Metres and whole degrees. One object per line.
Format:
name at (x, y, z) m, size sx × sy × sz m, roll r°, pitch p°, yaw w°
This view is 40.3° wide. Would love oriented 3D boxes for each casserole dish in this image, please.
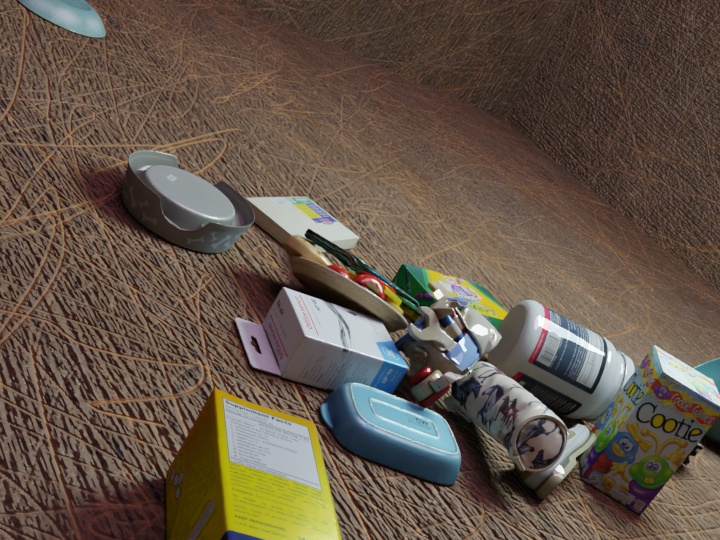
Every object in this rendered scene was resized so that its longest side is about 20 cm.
casserole dish at (0.045, 0.194, 1.198) m, size 0.199 × 0.039 × 0.121 m, roll 24°, pitch 21°, yaw -22°

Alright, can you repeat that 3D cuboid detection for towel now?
towel at (0.000, 0.000, 1.521) m, size 0.147 × 0.022 × 0.200 m, roll 37°, pitch -2°, yaw -29°

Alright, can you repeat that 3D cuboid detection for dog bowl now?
dog bowl at (-0.256, -0.097, 1.431) m, size 0.200 × 0.059 × 0.200 m, roll 28°, pitch 19°, yaw -10°

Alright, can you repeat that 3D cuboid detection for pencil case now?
pencil case at (0.190, 0.192, 1.291) m, size 0.078 × 0.089 × 0.200 m, roll 50°, pitch -6°, yaw -25°

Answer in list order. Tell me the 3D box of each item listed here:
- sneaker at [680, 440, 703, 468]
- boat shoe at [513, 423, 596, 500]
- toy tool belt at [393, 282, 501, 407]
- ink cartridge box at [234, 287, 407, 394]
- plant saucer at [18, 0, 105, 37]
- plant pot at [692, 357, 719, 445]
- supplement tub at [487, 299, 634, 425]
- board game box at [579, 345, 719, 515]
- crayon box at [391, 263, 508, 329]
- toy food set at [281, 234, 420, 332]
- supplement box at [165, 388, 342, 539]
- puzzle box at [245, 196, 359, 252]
sneaker at (0.484, 0.272, 1.609) m, size 0.200 × 0.071 × 0.098 m, roll 12°, pitch 29°, yaw -40°
boat shoe at (0.267, 0.244, 1.349) m, size 0.068 × 0.075 × 0.200 m, roll 42°, pitch 22°, yaw 14°
toy tool belt at (0.096, 0.092, 1.324) m, size 0.123 × 0.125 × 0.200 m, roll 53°, pitch 34°, yaw 2°
ink cartridge box at (-0.051, 0.093, 1.256) m, size 0.199 × 0.067 × 0.116 m, roll 20°, pitch 22°, yaw -30°
plant saucer at (-0.615, -0.550, 2.034) m, size 0.200 × 0.039 × 0.201 m, roll 27°, pitch 19°, yaw -10°
plant pot at (0.704, 0.256, 1.851) m, size 0.135 × 0.199 × 0.200 m, roll 68°, pitch 19°, yaw -7°
supplement tub at (0.315, 0.148, 1.558) m, size 0.199 × 0.141 × 0.140 m, roll 28°, pitch 19°, yaw -10°
board game box at (0.414, 0.229, 1.415) m, size 0.105 × 0.200 × 0.103 m, roll 31°, pitch 19°, yaw 0°
crayon box at (0.156, 0.061, 1.656) m, size 0.199 × 0.058 × 0.119 m, roll 15°, pitch 25°, yaw -39°
toy food set at (-0.014, 0.026, 1.398) m, size 0.200 × 0.049 × 0.198 m, roll 21°, pitch -14°, yaw 41°
supplement box at (-0.095, 0.213, 0.833) m, size 0.109 × 0.110 × 0.200 m, roll 23°, pitch 21°, yaw -22°
puzzle box at (-0.099, -0.078, 1.666) m, size 0.133 × 0.025 × 0.200 m, roll 38°, pitch 20°, yaw 20°
